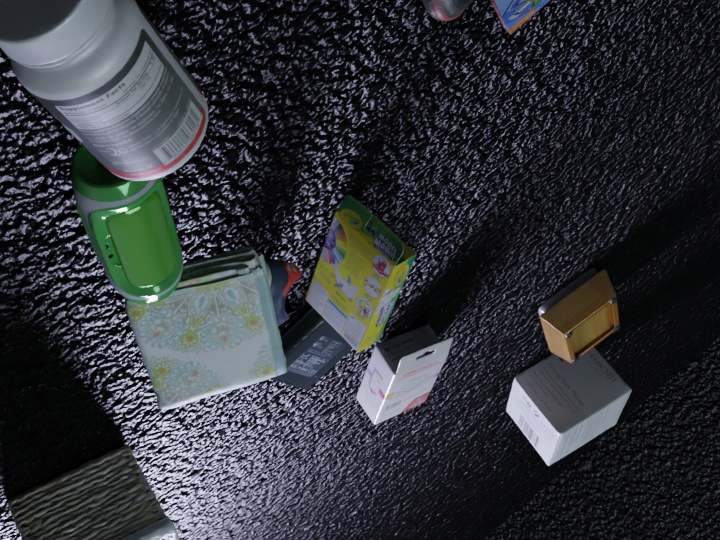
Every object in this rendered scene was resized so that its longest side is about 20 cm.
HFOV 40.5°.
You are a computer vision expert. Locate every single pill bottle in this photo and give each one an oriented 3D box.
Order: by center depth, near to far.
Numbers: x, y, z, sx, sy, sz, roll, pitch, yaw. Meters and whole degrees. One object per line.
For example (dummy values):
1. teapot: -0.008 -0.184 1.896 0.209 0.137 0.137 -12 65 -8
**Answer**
1. pill bottle: -0.217 -0.169 0.814 0.114 0.114 0.200 -36 151 -1

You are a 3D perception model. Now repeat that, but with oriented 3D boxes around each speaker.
1. speaker: -0.235 -0.049 0.999 0.088 0.089 0.200 -27 150 -17

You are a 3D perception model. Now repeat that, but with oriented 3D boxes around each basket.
1. basket: -0.378 0.390 1.399 0.199 0.161 0.199 -25 149 -22

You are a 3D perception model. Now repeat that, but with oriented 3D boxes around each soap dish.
1. soap dish: 0.442 0.095 1.952 0.157 0.081 0.200 -36 150 -1

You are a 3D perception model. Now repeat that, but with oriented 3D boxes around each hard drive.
1. hard drive: -0.048 0.095 1.464 0.200 0.033 0.139 -43 151 11

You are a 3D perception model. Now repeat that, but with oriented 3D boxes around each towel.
1. towel: -0.185 0.072 1.187 0.170 0.048 0.201 -14 128 -7

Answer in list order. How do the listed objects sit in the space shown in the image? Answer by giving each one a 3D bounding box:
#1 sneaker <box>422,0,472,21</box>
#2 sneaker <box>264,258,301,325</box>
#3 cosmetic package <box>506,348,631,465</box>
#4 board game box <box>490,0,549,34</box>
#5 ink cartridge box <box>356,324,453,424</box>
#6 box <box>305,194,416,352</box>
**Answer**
1. sneaker: 0.125 -0.326 0.978 0.071 0.098 0.201 -14 145 -38
2. sneaker: -0.134 0.066 1.284 0.084 0.075 0.201 -4 137 -38
3. cosmetic package: 0.454 0.287 2.154 0.199 0.168 0.167 -28 150 -17
4. board game box: 0.230 -0.367 1.114 0.200 0.019 0.103 -40 150 6
5. ink cartridge box: 0.074 0.167 1.668 0.116 0.068 0.201 -19 148 -29
6. box: 0.000 0.000 1.291 0.048 0.117 0.201 -29 153 -38
